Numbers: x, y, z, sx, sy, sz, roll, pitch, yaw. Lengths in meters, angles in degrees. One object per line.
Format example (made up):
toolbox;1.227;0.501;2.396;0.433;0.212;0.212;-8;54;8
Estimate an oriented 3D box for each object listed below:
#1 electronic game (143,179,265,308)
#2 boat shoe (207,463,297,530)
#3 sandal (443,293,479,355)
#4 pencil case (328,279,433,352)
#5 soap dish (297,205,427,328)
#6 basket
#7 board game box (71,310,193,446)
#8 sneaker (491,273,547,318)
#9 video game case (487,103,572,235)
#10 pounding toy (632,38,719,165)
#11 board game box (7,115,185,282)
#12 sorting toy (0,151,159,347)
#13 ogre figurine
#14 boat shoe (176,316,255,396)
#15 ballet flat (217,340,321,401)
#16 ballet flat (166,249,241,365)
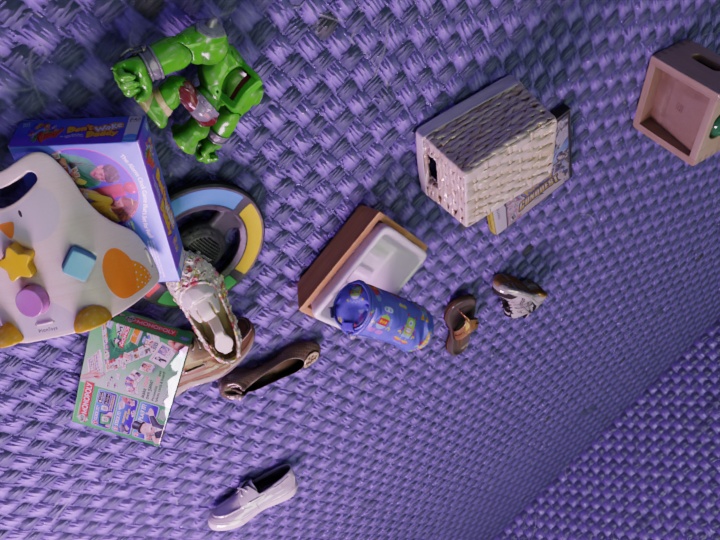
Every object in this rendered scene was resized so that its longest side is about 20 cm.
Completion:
electronic game;-0.218;-0.031;0.893;0.196;0.042;0.203;-25;140;-22
boat shoe;-0.220;0.458;1.360;0.195;0.072;0.070;-17;116;-20
sandal;0.220;0.125;1.428;0.080;0.055;0.203;-25;140;-21
pencil case;0.039;0.078;1.062;0.198;0.077;0.089;22;82;-50
soap dish;0.000;0.000;1.086;0.201;0.082;0.156;-49;142;11
basket;0.200;-0.185;1.046;0.197;0.124;0.137;-32;143;-13
board game box;-0.322;0.152;0.934;0.131;0.029;0.203;19;120;-9
sneaker;0.339;0.067;1.460;0.197;0.076;0.089;14;117;-47
video game case;0.309;-0.180;1.230;0.198;0.026;0.182;-36;143;-7
pounding toy;0.654;-0.306;1.269;0.140;0.201;0.187;-27;141;-17
board game box;-0.283;-0.070;0.744;0.130;0.045;0.203;-2;135;-1
sorting toy;-0.346;-0.028;0.702;0.194;0.108;0.184;-12;116;10
ogre figurine;-0.172;-0.195;0.725;0.119;0.099;0.201;-38;141;1
boat shoe;-0.248;0.126;0.997;0.197;0.076;0.073;-31;140;-16
ballet flat;-0.151;0.177;1.155;0.196;0.047;0.069;-18;138;-29
ballet flat;-0.203;0.056;0.904;0.074;0.064;0.202;-28;138;-8
